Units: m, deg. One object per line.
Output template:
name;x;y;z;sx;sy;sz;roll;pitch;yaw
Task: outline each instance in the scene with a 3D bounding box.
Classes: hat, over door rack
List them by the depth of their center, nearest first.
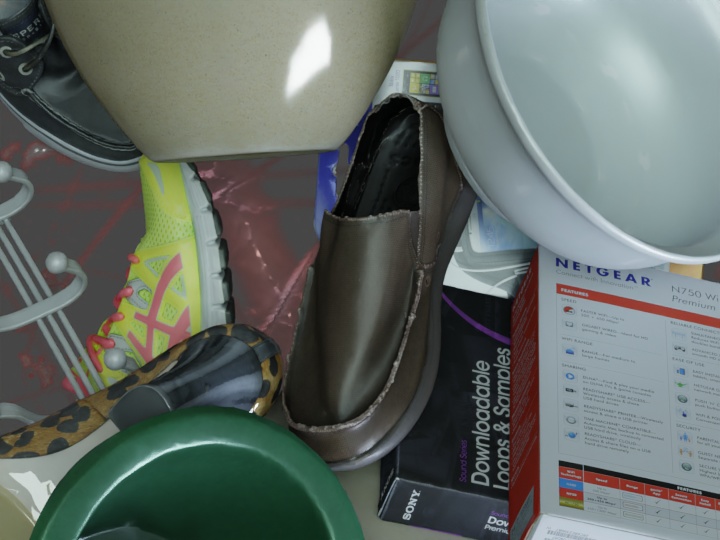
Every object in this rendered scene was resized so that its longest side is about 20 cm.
hat;-0.120;0.157;1.372;0.200;0.176;0.166;-30;100;-28
over door rack;-0.224;0.046;1.454;0.200;0.067;0.148;-31;57;-4

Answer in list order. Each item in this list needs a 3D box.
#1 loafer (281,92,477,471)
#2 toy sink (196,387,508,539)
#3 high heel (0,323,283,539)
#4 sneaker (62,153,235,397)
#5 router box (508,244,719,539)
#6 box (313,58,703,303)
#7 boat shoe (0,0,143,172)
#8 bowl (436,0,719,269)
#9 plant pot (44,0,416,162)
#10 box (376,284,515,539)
loafer;0.000;0.000;1.424;0.073;0.071;0.201;-3;58;29
toy sink;0.017;0.167;1.440;0.199;0.130;0.112;27;129;6
high heel;-0.127;0.094;1.425;0.200;0.142;0.072;-32;87;27
sneaker;-0.105;0.036;1.486;0.090;0.078;0.201;-4;89;-1
router box;0.172;0.085;1.416;0.199;0.049;0.180;13;43;-8
box;0.077;-0.042;1.516;0.199;0.041;0.120;5;88;0
boat shoe;-0.171;-0.129;1.492;0.070;0.066;0.200;-40;90;-3
bowl;0.103;-0.080;1.434;0.201;0.090;0.202;23;53;-34
plant pot;-0.060;-0.122;1.434;0.199;0.200;0.135;-4;91;-3
box;0.108;0.080;1.458;0.199;0.143;0.036;11;132;-9
